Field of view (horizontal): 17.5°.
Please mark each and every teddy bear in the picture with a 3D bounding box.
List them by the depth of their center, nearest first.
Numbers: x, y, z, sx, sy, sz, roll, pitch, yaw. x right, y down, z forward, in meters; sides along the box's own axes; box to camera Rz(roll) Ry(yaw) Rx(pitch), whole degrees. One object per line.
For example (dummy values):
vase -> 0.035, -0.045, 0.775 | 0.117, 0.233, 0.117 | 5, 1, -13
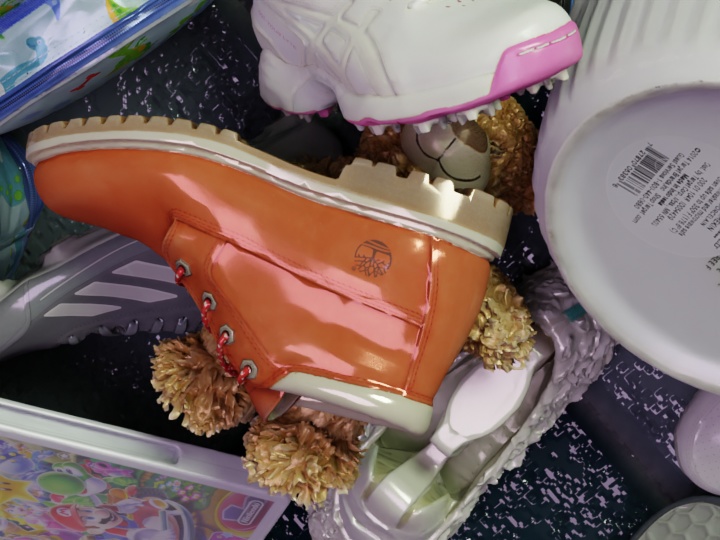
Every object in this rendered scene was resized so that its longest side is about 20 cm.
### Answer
teddy bear -> 0.000, 0.000, 0.966 | 0.200, 0.067, 0.145 | -36, 66, -2

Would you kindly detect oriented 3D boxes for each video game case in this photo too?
video game case -> -0.145, 0.103, 1.046 | 0.200, 0.018, 0.143 | 15, 146, -13

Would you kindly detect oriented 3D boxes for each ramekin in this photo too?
ramekin -> 0.160, -0.039, 0.889 | 0.200, 0.105, 0.200 | 16, 137, 15

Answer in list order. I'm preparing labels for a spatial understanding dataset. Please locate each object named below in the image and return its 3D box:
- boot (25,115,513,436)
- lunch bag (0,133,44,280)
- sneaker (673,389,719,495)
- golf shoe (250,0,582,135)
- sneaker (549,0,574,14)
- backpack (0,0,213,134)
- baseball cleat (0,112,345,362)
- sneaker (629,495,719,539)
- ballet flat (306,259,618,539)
boot -> -0.050, 0.000, 0.917 | 0.200, 0.075, 0.107 | 15, 87, 17
lunch bag -> -0.249, 0.001, 1.101 | 0.161, 0.082, 0.200 | 24, 112, 11
sneaker -> 0.218, 0.056, 0.952 | 0.200, 0.080, 0.071 | -15, 102, 24
golf shoe -> 0.009, -0.103, 0.894 | 0.200, 0.075, 0.092 | 11, 122, 58
sneaker -> 0.047, -0.177, 0.941 | 0.071, 0.083, 0.200 | -3, 104, 25
backpack -> -0.142, -0.140, 0.956 | 0.183, 0.200, 0.147 | -30, 94, 24
baseball cleat -> -0.084, 0.013, 1.027 | 0.200, 0.070, 0.107 | -30, 96, 5
sneaker -> 0.154, 0.210, 1.019 | 0.077, 0.146, 0.203 | 2, 71, 34
ballet flat -> 0.034, 0.074, 1.030 | 0.072, 0.072, 0.200 | 42, 115, 4
